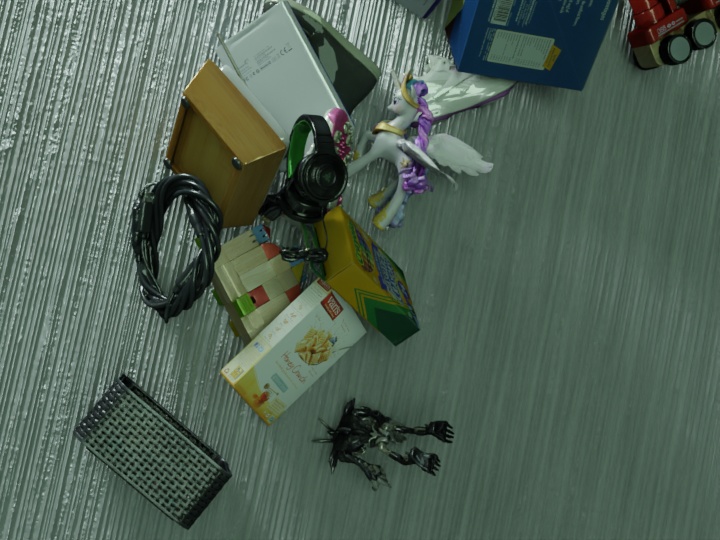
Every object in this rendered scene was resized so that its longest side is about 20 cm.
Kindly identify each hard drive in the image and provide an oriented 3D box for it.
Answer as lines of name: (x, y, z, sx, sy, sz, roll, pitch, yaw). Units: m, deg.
hard drive: (-0.109, -0.261, 1.359, 0.131, 0.025, 0.202, -27, 94, 25)

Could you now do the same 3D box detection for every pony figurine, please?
pony figurine: (0.069, -0.160, 1.351, 0.193, 0.166, 0.201, 43, 116, 12)

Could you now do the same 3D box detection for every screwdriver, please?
screwdriver: (-0.153, -0.250, 1.352, 0.029, 0.028, 0.202, -24, 95, -5)

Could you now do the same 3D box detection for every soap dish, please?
soap dish: (-0.185, -0.160, 1.272, 0.081, 0.200, 0.158, -35, 80, -32)

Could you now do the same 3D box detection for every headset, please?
headset: (-0.074, -0.105, 1.228, 0.093, 0.124, 0.203, -1, 68, -24)

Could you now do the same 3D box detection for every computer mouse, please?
computer mouse: (-0.156, -0.169, 1.352, 0.044, 0.110, 0.202, -29, 85, -31)

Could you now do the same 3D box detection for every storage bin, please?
storage bin: (-0.279, 0.242, 1.284, 0.200, 0.135, 0.094, 41, 81, -7)

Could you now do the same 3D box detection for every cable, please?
cable: (-0.249, -0.028, 1.297, 0.051, 0.161, 0.203, 4, 88, -55)

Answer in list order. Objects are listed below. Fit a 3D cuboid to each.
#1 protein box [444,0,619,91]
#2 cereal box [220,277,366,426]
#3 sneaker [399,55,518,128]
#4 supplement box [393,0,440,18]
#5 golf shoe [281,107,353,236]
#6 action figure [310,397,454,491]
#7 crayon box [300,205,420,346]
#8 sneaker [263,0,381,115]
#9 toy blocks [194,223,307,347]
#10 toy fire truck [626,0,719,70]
protein box: (0.248, -0.390, 1.365, 0.197, 0.136, 0.200, 6, 130, -11)
cereal box: (-0.089, 0.113, 1.330, 0.200, 0.144, 0.039, -43, 56, -9)
sneaker: (0.151, -0.286, 1.420, 0.197, 0.075, 0.101, -20, 93, -11)
supplement box: (0.107, -0.499, 1.407, 0.102, 0.101, 0.202, 26, 82, -8)
golf shoe: (-0.066, -0.137, 1.336, 0.091, 0.075, 0.202, 22, 120, 20)
action figure: (0.030, 0.252, 1.356, 0.102, 0.198, 0.120, 53, 48, -41)
crayon box: (0.000, 0.000, 1.310, 0.051, 0.127, 0.200, -33, 130, 17)
sneaker: (-0.074, -0.304, 1.377, 0.199, 0.075, 0.107, 35, 82, -9)
toy blocks: (-0.133, 0.015, 1.354, 0.136, 0.100, 0.202, -30, 94, -22)
toy fire truck: (0.475, -0.436, 1.480, 0.175, 0.129, 0.202, -31, 104, -11)
